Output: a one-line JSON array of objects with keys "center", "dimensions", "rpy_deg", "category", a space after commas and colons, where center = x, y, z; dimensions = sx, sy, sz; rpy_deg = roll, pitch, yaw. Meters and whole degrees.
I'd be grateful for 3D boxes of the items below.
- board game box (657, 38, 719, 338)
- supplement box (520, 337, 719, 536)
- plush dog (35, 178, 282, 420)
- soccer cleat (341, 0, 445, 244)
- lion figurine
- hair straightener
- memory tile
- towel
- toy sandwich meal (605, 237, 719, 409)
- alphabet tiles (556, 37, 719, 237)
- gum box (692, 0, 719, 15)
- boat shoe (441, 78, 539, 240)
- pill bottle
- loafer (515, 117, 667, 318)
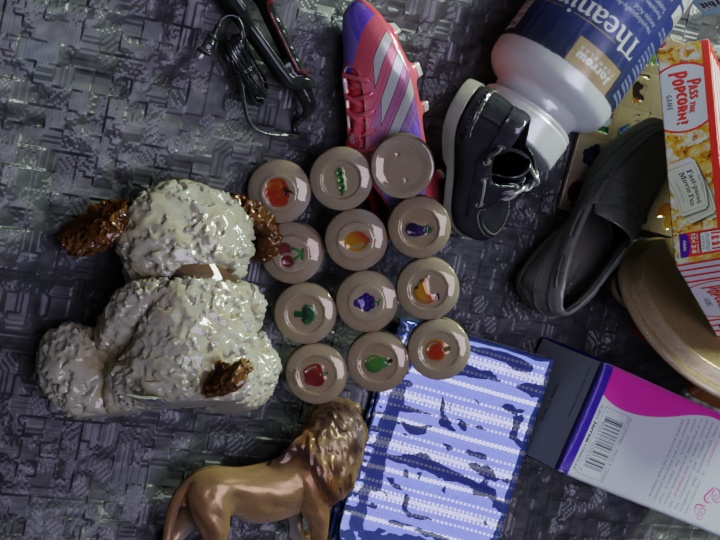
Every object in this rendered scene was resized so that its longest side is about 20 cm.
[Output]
[{"center": [0.290, -0.066, 1.644], "dimensions": [0.152, 0.046, 0.200], "rpy_deg": [47, 37, -57], "category": "board game box"}, {"center": [0.238, 0.146, 1.736], "dimensions": [0.200, 0.103, 0.101], "rpy_deg": [24, 89, -30], "category": "supplement box"}, {"center": [-0.133, 0.016, 1.489], "dimensions": [0.200, 0.160, 0.172], "rpy_deg": [0, 79, -29], "category": "plush dog"}, {"center": [0.014, -0.113, 1.574], "dimensions": [0.076, 0.067, 0.200], "rpy_deg": [-26, 116, -17], "category": "soccer cleat"}, {"center": [-0.081, 0.177, 1.582], "dimensions": [0.200, 0.072, 0.123], "rpy_deg": [-15, 115, -28], "category": "lion figurine"}, {"center": [-0.094, -0.178, 1.517], "dimensions": [0.077, 0.041, 0.200], "rpy_deg": [-35, 121, -17], "category": "hair straightener"}, {"center": [0.000, 0.000, 1.565], "dimensions": [0.153, 0.017, 0.200], "rpy_deg": [-10, 100, 5], "category": "memory tile"}, {"center": [0.068, 0.151, 1.665], "dimensions": [0.145, 0.024, 0.200], "rpy_deg": [16, 94, -13], "category": "towel"}, {"center": [0.294, 0.056, 1.727], "dimensions": [0.205, 0.205, 0.070], "rpy_deg": [13, 133, -31], "category": "toy sandwich meal"}, {"center": [0.274, -0.115, 1.749], "dimensions": [0.200, 0.008, 0.167], "rpy_deg": [13, 95, -31], "category": "alphabet tiles"}, {"center": [0.276, -0.341, 1.647], "dimensions": [0.200, 0.045, 0.170], "rpy_deg": [43, 62, -30], "category": "gum box"}, {"center": [0.106, -0.074, 1.564], "dimensions": [0.073, 0.063, 0.200], "rpy_deg": [-59, 160, -22], "category": "boat shoe"}, {"center": [0.177, -0.183, 1.617], "dimensions": [0.111, 0.111, 0.200], "rpy_deg": [41, 81, -30], "category": "pill bottle"}, {"center": [0.212, -0.042, 1.687], "dimensions": [0.070, 0.070, 0.200], "rpy_deg": [38, 82, -30], "category": "loafer"}]
